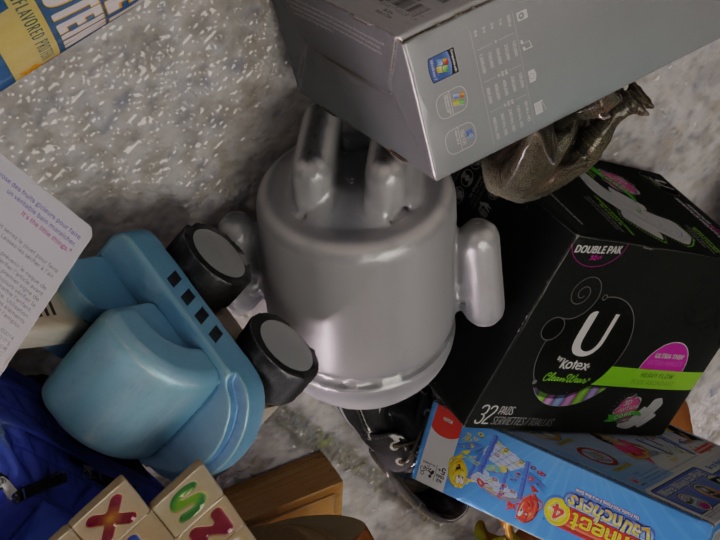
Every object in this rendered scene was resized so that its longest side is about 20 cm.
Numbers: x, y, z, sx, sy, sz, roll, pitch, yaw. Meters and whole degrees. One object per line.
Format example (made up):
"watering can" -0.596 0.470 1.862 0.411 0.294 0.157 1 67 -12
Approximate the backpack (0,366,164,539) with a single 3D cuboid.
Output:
"backpack" -0.200 0.134 0.764 0.163 0.168 0.200 -51 138 -6

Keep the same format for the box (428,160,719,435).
"box" 0.138 0.014 0.952 0.199 0.124 0.149 7 120 -40

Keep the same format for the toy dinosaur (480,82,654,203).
"toy dinosaur" 0.100 -0.072 0.780 0.077 0.200 0.102 41 113 -20

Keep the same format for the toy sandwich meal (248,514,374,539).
"toy sandwich meal" -0.071 0.234 0.887 0.205 0.205 0.070 -38 116 -5

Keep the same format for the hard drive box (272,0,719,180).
"hard drive box" 0.075 -0.142 0.736 0.199 0.156 0.077 -27 123 -15

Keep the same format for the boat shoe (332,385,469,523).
"boat shoe" 0.033 0.114 1.000 0.070 0.066 0.201 -33 139 -10

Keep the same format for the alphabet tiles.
"alphabet tiles" -0.121 0.186 0.740 0.166 0.006 0.200 -42 144 -15

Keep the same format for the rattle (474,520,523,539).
"rattle" 0.046 0.225 1.128 0.199 0.144 0.130 -21 -169 36

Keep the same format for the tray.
"tray" -0.107 0.203 0.993 0.199 0.037 0.099 -18 134 -24

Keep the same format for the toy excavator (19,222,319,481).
"toy excavator" -0.143 0.029 0.740 0.100 0.195 0.200 -45 166 24

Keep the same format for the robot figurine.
"robot figurine" 0.000 0.000 0.840 0.168 0.113 0.201 6 132 8

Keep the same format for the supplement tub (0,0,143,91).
"supplement tub" -0.120 -0.173 0.574 0.199 0.145 0.145 -34 139 -8

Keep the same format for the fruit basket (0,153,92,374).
"fruit basket" -0.235 0.006 0.639 0.201 0.185 0.094 -54 172 8

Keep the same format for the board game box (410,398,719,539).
"board game box" 0.165 0.138 0.978 0.200 0.195 0.056 -3 113 -61

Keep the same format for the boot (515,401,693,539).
"boot" 0.174 0.155 1.151 0.200 0.074 0.155 -38 134 -8
